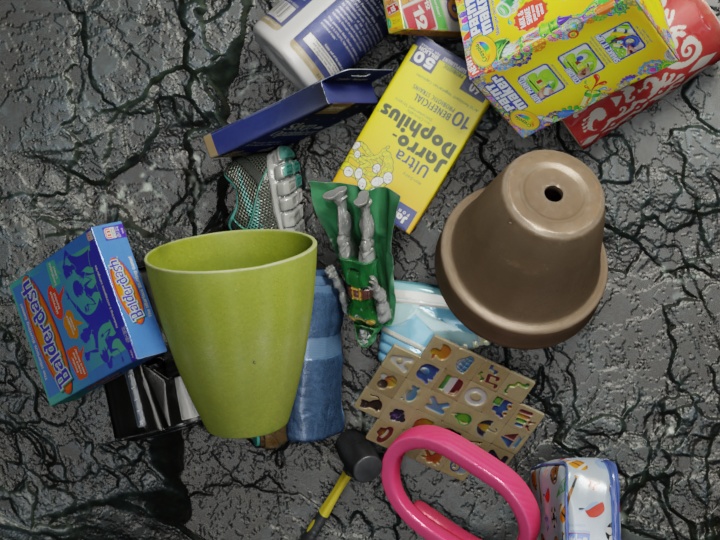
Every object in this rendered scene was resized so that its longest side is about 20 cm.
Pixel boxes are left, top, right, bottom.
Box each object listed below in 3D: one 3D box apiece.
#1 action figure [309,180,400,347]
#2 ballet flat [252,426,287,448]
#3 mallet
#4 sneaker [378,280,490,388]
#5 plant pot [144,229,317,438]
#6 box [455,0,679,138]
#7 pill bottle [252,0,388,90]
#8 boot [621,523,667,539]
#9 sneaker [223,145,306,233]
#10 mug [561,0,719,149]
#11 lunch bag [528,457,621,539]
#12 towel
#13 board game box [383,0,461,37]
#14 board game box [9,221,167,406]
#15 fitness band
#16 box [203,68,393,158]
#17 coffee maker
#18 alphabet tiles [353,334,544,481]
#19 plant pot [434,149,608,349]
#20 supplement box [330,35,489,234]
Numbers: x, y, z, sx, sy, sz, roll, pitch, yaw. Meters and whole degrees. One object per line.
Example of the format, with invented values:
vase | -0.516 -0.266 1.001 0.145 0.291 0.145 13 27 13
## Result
action figure | 0.000 0.000 1.656 0.118 0.055 0.201 14 127 33
ballet flat | -0.108 0.109 1.735 0.072 0.068 0.201 -12 92 -16
mallet | -0.037 0.287 1.733 0.041 0.066 0.201 23 98 -32
sneaker | 0.113 0.089 1.708 0.199 0.080 0.131 10 91 13
plant pot | -0.131 0.074 1.601 0.186 0.187 0.201 -4 104 4
box | 0.214 -0.286 1.584 0.192 0.122 0.201 -26 49 24
pill bottle | -0.016 -0.300 1.677 0.200 0.111 0.111 -43 89 -4
boot | 0.350 0.401 1.703 0.199 0.076 0.169 19 90 10
sneaker | -0.113 -0.046 1.716 0.091 0.078 0.201 -1 103 14
mug | 0.296 -0.249 1.675 0.200 0.178 0.133 -37 126 9
lunch bag | 0.240 0.293 1.647 0.075 0.200 0.161 -2 80 -5
towel | -0.050 0.098 1.699 0.048 0.112 0.201 3 91 15
board game box | 0.085 -0.310 1.638 0.030 0.200 0.096 -10 90 32
board game box | -0.307 0.052 1.633 0.200 0.045 0.153 -28 80 46
fitness band | 0.113 0.262 1.686 0.199 0.037 0.144 30 129 19
box | -0.065 -0.176 1.650 0.199 0.121 0.033 -23 85 28
coffee maker | -0.255 0.092 1.719 0.192 0.134 0.201 -12 91 45
alphabet tiles | 0.102 0.161 1.697 0.199 0.006 0.167 25 120 -12
plant pot | 0.193 -0.040 1.610 0.199 0.175 0.201 4 59 -7
supplement box | 0.064 -0.154 1.683 0.109 0.110 0.201 31 94 2
